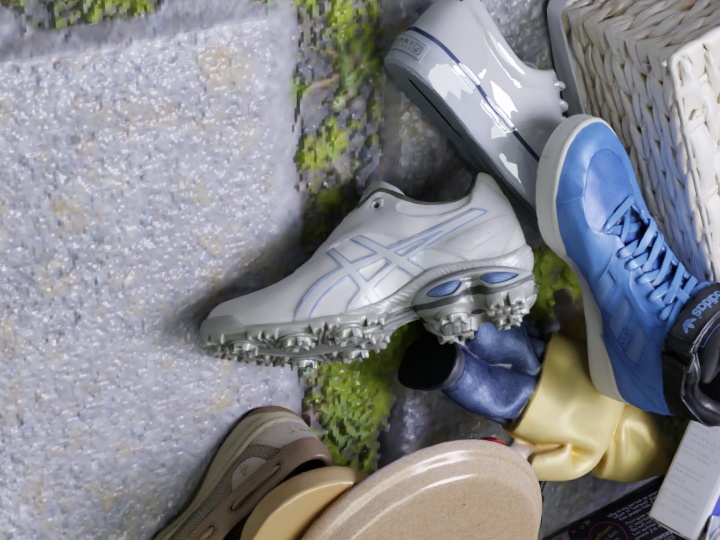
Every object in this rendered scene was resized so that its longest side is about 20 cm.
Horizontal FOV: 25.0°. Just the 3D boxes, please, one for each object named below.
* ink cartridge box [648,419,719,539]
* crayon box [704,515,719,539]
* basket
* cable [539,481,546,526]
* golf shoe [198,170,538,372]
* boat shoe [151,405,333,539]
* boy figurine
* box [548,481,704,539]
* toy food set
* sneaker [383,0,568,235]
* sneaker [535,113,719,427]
[{"bbox_3d":[0.270,0.063,1.074,0.197,0.047,0.202,-12,124,-62],"label":"ink cartridge box"},{"bbox_3d":[0.280,0.232,1.062,0.199,0.051,0.127,14,91,-48],"label":"crayon box"},{"bbox_3d":[0.216,-0.093,0.989,0.135,0.123,0.201,-30,123,-16],"label":"basket"},{"bbox_3d":[0.103,0.141,1.091,0.097,0.050,0.201,28,84,-26],"label":"cable"},{"bbox_3d":[0.000,0.000,0.941,0.198,0.078,0.098,-11,75,-4],"label":"golf shoe"},{"bbox_3d":[-0.085,0.179,0.970,0.071,0.064,0.201,24,97,-36],"label":"boat shoe"},{"bbox_3d":[0.123,0.075,1.027,0.199,0.064,0.125,27,70,-30],"label":"boy figurine"},{"bbox_3d":[0.219,0.271,1.159,0.131,0.115,0.202,-22,119,-19],"label":"box"},{"bbox_3d":[0.022,0.178,0.969,0.199,0.049,0.199,-23,134,-21],"label":"toy food set"},{"bbox_3d":[0.096,-0.084,0.955,0.071,0.073,0.200,-49,129,-7],"label":"sneaker"},{"bbox_3d":[0.173,0.005,0.928,0.077,0.111,0.201,-37,125,-30],"label":"sneaker"}]
